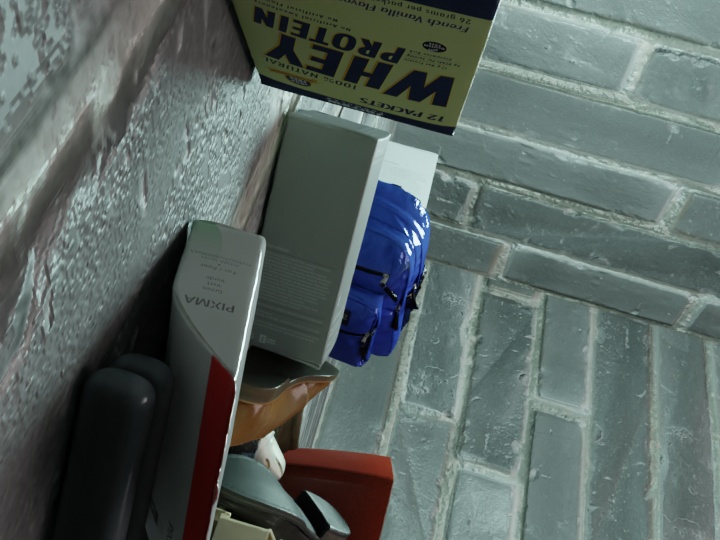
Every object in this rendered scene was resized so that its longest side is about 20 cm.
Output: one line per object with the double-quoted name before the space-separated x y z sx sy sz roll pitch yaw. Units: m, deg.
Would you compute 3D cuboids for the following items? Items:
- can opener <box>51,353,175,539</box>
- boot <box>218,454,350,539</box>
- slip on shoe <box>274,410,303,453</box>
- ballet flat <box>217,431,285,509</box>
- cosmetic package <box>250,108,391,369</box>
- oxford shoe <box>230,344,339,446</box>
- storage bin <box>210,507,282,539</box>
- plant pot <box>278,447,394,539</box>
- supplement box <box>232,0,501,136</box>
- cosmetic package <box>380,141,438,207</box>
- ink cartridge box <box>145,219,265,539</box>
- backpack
"can opener" -0.112 0.141 0.396 0.053 0.065 0.205 -57 157 -81
"boot" -0.113 0.272 0.790 0.175 0.199 0.069 -49 -141 3
"slip on shoe" -0.073 0.110 0.904 0.076 0.059 0.204 -116 -143 -61
"ballet flat" -0.107 0.204 0.844 0.074 0.073 0.204 -69 173 -71
"cosmetic package" -0.039 -0.033 0.765 0.107 0.088 0.204 -58 166 -74
"oxford shoe" -0.079 0.107 0.766 0.073 0.070 0.199 -68 161 11
"storage bin" -0.127 0.292 0.588 0.200 0.092 0.202 101 4 -50
"plant pot" -0.071 0.294 0.967 0.200 0.173 0.204 76 30 -84
"supplement box" 0.021 -0.209 0.467 0.200 0.131 0.204 85 20 -83
"cosmetic package" 0.113 -0.226 2.464 0.166 0.162 0.203 103 2 -64
"ink cartridge box" -0.089 0.094 0.444 0.201 0.049 0.164 -86 -171 -60
"backpack" 0.000 0.000 1.035 0.169 0.159 0.202 -68 174 -46
